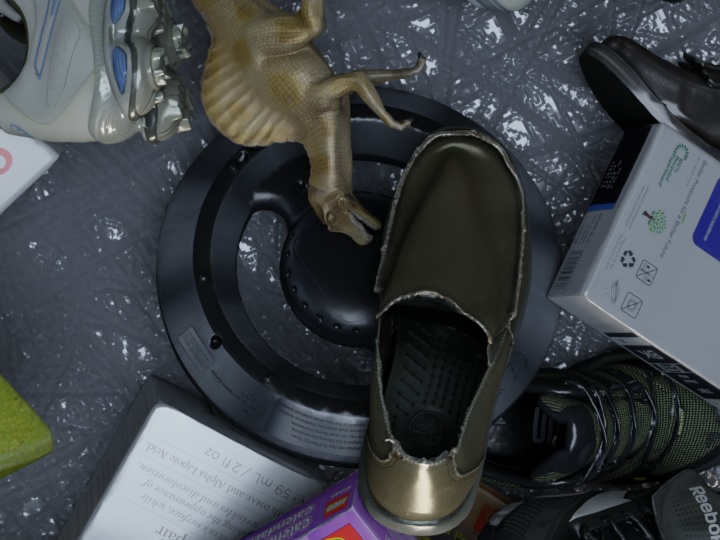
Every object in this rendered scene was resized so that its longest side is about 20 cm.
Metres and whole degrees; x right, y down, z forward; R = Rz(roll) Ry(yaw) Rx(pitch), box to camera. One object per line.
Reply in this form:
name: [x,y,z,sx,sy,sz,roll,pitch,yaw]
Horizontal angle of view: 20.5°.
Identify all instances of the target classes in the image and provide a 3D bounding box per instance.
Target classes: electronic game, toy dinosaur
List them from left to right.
toy dinosaur: [-0.038,-0.110,0.947,0.101,0.058,0.200,-36,80,1]
electronic game: [0.000,0.000,0.975,0.200,0.042,0.200,2,67,-4]

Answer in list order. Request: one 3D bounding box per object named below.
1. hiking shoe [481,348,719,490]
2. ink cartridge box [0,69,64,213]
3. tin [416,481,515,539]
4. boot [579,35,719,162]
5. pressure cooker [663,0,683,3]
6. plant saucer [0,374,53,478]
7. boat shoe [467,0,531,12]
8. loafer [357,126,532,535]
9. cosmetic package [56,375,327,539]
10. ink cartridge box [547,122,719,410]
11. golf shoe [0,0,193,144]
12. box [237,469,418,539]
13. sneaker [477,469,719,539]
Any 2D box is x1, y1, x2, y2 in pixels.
hiking shoe: [0.113,0.085,1.010,0.200,0.101,0.076,-2,102,-6]
ink cartridge box: [-0.258,-0.080,0.943,0.145,0.085,0.200,-43,103,1]
tin: [0.082,0.183,1.025,0.200,0.042,0.112,33,54,-11]
boot: [0.228,-0.119,1.020,0.200,0.069,0.174,31,88,-15]
pressure cooker: [0.161,-0.225,0.924,0.176,0.200,0.179,-22,92,29]
plant saucer: [-0.271,0.053,0.917,0.200,0.048,0.200,-28,109,39]
boat shoe: [0.000,-0.190,0.977,0.201,0.070,0.071,42,115,-16]
loafer: [0.043,0.018,0.909,0.075,0.070,0.200,7,67,-1]
cosmetic package: [-0.110,0.165,1.008,0.102,0.074,0.200,28,93,-11]
ink cartridge box: [0.195,0.020,0.993,0.200,0.039,0.100,33,74,-20]
golf shoe: [-0.130,-0.148,0.925,0.097,0.078,0.200,-8,59,12]
box: [0.001,0.207,0.957,0.137,0.039,0.200,-32,107,19]
sneaker: [0.136,0.132,0.978,0.090,0.200,0.067,-29,69,34]
